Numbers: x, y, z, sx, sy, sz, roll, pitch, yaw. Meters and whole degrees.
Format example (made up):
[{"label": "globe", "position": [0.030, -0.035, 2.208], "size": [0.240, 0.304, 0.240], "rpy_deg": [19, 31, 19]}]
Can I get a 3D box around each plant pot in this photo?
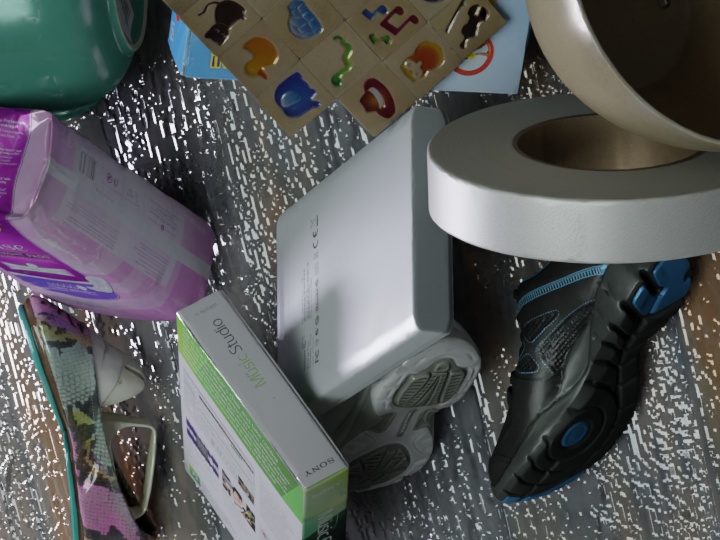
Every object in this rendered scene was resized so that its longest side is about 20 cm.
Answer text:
[{"label": "plant pot", "position": [0.165, -0.153, 1.571], "size": [0.134, 0.200, 0.201], "rpy_deg": [-15, 99, 65]}]

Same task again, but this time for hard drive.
[{"label": "hard drive", "position": [0.000, 0.000, 1.729], "size": [0.200, 0.027, 0.132], "rpy_deg": [144, 129, -61]}]

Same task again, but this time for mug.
[{"label": "mug", "position": [-0.191, -0.172, 1.821], "size": [0.114, 0.185, 0.153], "rpy_deg": [-3, 90, 10]}]

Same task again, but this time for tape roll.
[{"label": "tape roll", "position": [0.136, -0.052, 1.600], "size": [0.202, 0.203, 0.037], "rpy_deg": [9, 112, 31]}]

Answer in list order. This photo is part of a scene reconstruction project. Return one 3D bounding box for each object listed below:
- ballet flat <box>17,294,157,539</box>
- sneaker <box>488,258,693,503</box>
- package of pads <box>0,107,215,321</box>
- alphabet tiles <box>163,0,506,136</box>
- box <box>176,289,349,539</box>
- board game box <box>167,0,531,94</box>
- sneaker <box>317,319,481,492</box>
[{"label": "ballet flat", "position": [-0.170, 0.098, 1.943], "size": [0.071, 0.069, 0.201], "rpy_deg": [-12, 117, -3]}, {"label": "sneaker", "position": [0.122, 0.047, 1.737], "size": [0.082, 0.073, 0.200], "rpy_deg": [45, 121, 32]}, {"label": "package of pads", "position": [-0.187, -0.034, 1.832], "size": [0.120, 0.200, 0.076], "rpy_deg": [5, 72, 31]}, {"label": "alphabet tiles", "position": [-0.016, -0.170, 1.619], "size": [0.167, 0.008, 0.200], "rpy_deg": [-40, 119, 7]}, {"label": "box", "position": [-0.060, 0.120, 1.815], "size": [0.144, 0.036, 0.200], "rpy_deg": [53, 161, 25]}, {"label": "board game box", "position": [0.004, -0.202, 1.645], "size": [0.056, 0.199, 0.196], "rpy_deg": [-117, 33, -61]}, {"label": "sneaker", "position": [0.008, 0.064, 1.818], "size": [0.200, 0.078, 0.100], "rpy_deg": [-52, 46, 46]}]
